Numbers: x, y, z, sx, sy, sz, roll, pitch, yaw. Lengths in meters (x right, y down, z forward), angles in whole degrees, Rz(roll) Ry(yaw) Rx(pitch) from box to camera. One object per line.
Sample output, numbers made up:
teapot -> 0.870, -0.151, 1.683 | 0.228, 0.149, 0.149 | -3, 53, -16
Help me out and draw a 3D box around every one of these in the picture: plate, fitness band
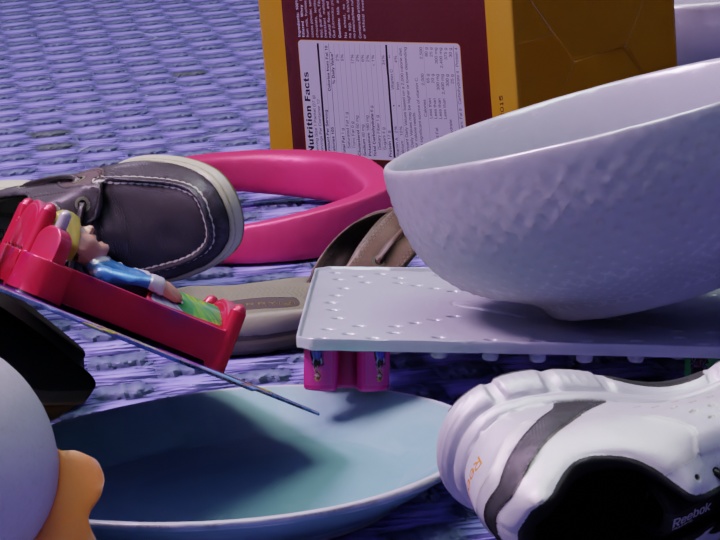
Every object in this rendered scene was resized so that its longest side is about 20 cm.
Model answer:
plate -> -0.050, 0.081, 1.167 | 0.200, 0.026, 0.200 | -5, 11, 1
fitness band -> -0.054, -0.038, 1.724 | 0.143, 0.037, 0.200 | -4, 12, -9

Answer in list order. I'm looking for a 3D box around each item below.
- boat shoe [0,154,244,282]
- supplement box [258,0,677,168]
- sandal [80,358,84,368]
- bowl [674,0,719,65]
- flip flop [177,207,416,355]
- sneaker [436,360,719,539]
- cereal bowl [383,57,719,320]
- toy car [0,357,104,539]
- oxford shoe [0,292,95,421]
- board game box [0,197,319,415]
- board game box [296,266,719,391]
boat shoe -> -0.153, -0.018, 1.585 | 0.201, 0.072, 0.066 | -2, 16, 37
supplement box -> 0.072, -0.143, 1.928 | 0.200, 0.133, 0.197 | 5, 15, 36
sandal -> -0.211, 0.035, 1.400 | 0.200, 0.043, 0.076 | 3, 14, 33
bowl -> 0.280, -0.176, 2.154 | 0.200, 0.075, 0.200 | -6, 12, -11
flip flop -> 0.000, 0.000, 1.453 | 0.200, 0.058, 0.081 | -6, 12, -7
sneaker -> 0.132, 0.072, 1.075 | 0.200, 0.074, 0.080 | -11, 27, -9
cereal bowl -> 0.115, -0.032, 1.265 | 0.200, 0.083, 0.200 | -15, 9, 2
toy car -> -0.186, 0.069, 1.043 | 0.200, 0.184, 0.177 | 36, 66, 10
oxford shoe -> -0.154, 0.049, 1.214 | 0.071, 0.071, 0.200 | 39, -2, -1
board game box -> -0.099, 0.004, 1.169 | 0.158, 0.039, 0.200 | 21, -2, 28
board game box -> 0.075, 0.026, 1.314 | 0.200, 0.026, 0.200 | 1, 9, 1
